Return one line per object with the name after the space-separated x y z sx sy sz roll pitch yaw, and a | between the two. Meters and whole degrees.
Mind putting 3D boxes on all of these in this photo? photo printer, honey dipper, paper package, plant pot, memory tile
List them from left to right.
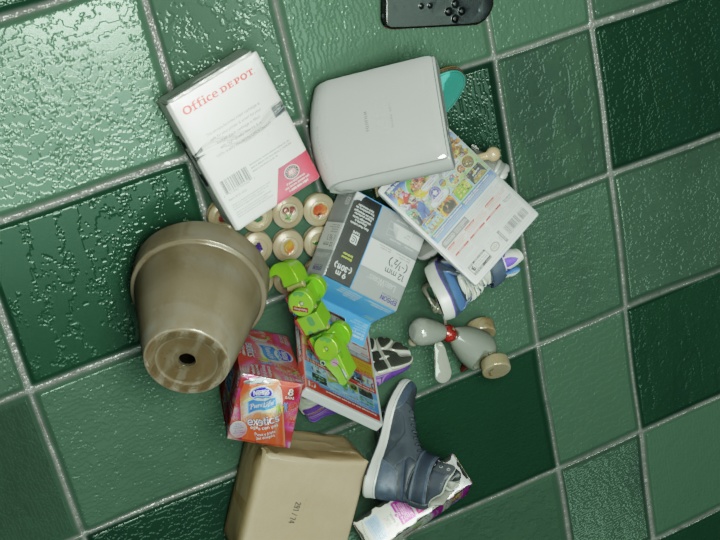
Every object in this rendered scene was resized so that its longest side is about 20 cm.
-0.226 0.064 1.449 0.196 0.175 0.203 -1 129 -1 | plant pot
-0.131 -0.036 1.582 0.196 0.017 0.156 -6 110 -21 | memory tile
-0.104 0.363 1.681 0.187 0.103 0.204 9 103 -24 | paper package
0.025 -0.202 1.495 0.196 0.069 0.170 -11 76 13 | photo printer
0.113 -0.153 1.582 0.196 0.038 0.039 -15 113 -3 | honey dipper

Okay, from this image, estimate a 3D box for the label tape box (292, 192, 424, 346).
0.000 0.000 1.592 0.142 0.066 0.203 26 80 -30 | label tape box

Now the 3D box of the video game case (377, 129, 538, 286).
0.142 -0.098 1.550 0.200 0.018 0.143 43 84 2 | video game case

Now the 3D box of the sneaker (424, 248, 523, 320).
0.178 0.000 1.606 0.144 0.200 0.082 -22 102 8 | sneaker

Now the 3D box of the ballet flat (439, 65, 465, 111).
0.072 -0.226 1.567 0.068 0.072 0.201 39 90 -27 | ballet flat

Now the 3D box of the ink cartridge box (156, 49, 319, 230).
-0.169 -0.184 1.471 0.144 0.084 0.202 -33 113 -12 | ink cartridge box

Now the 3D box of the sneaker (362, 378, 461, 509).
0.099 0.278 1.681 0.077 0.143 0.205 67 37 -58 | sneaker

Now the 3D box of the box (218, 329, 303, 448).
-0.147 0.165 1.536 0.094 0.200 0.102 10 104 -14 | box

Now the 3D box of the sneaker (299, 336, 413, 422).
-0.009 0.175 1.684 0.197 0.081 0.084 -24 132 -6 | sneaker

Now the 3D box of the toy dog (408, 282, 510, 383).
0.146 0.123 1.706 0.198 0.133 0.096 30 127 -20 | toy dog

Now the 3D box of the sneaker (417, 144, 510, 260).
0.143 -0.105 1.653 0.082 0.075 0.201 39 92 0 | sneaker

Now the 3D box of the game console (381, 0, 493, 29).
0.112 -0.456 1.530 0.174 0.031 0.204 -8 110 -20 | game console

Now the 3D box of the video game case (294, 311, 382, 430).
-0.036 0.135 1.582 0.142 0.202 0.017 29 121 -28 | video game case

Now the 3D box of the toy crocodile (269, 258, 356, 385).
-0.065 0.073 1.525 0.061 0.068 0.202 -22 105 25 | toy crocodile

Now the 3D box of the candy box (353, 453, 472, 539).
0.085 0.392 1.749 0.198 0.137 0.061 -33 73 -10 | candy box
